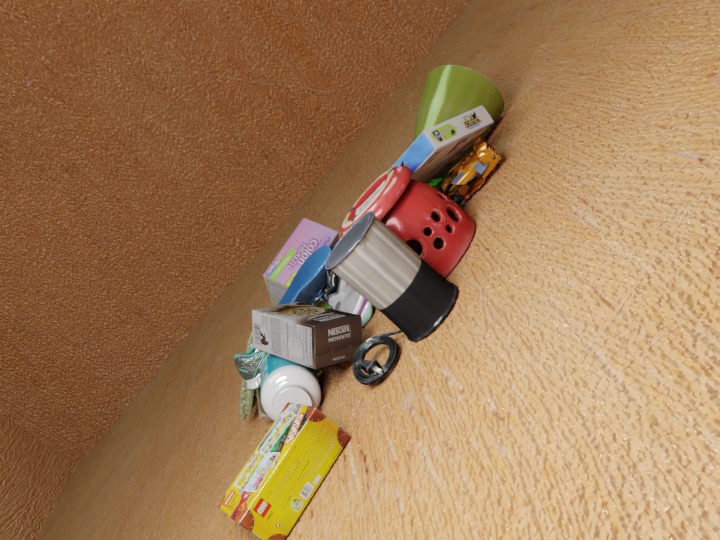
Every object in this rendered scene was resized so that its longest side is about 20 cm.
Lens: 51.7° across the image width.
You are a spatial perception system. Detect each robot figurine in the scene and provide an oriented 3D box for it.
[{"bbox_3d":[0.191,-0.170,1.473,0.200,0.058,0.145,-47,10,15],"label":"robot figurine"}]

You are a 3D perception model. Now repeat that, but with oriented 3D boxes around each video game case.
[{"bbox_3d":[0.137,-0.220,1.430,0.180,0.046,0.200,-29,-9,-38],"label":"video game case"}]

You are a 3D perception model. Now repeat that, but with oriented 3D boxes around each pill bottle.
[{"bbox_3d":[-0.131,0.216,1.382,0.111,0.111,0.200,-49,13,3],"label":"pill bottle"}]

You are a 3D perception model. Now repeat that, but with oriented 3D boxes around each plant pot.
[{"bbox_3d":[0.077,-0.074,1.338,0.201,0.182,0.201,-46,12,13],"label":"plant pot"},{"bbox_3d":[0.193,-0.306,1.623,0.187,0.186,0.202,-20,41,64],"label":"plant pot"}]

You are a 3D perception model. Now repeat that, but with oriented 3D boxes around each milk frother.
[{"bbox_3d":[0.016,0.049,1.186,0.201,0.188,0.180,-57,15,-29],"label":"milk frother"}]

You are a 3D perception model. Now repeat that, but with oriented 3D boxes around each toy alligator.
[{"bbox_3d":[0.144,-0.174,1.617,0.054,0.059,0.199,-53,27,-18],"label":"toy alligator"}]

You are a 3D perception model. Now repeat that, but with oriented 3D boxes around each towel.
[{"bbox_3d":[-0.238,0.215,1.650,0.148,0.036,0.203,-91,10,-79],"label":"towel"}]

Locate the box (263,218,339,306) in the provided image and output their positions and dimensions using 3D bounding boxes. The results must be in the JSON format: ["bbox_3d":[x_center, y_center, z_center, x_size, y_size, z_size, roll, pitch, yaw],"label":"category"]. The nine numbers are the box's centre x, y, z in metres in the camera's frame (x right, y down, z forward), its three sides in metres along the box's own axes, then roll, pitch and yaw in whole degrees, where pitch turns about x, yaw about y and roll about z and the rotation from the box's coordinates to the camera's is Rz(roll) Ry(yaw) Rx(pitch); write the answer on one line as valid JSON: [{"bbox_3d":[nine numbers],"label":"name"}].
[{"bbox_3d":[-0.124,0.018,1.706,0.177,0.096,0.201,-58,-20,-28],"label":"box"}]

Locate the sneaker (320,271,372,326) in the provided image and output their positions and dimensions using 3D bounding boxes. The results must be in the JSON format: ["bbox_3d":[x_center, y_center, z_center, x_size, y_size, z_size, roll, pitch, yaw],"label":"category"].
[{"bbox_3d":[0.000,0.000,1.458,0.201,0.140,0.078,-54,21,-11],"label":"sneaker"}]

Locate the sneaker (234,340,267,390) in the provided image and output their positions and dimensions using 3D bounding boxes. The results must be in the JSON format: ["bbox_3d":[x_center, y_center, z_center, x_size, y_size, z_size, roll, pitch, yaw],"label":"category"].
[{"bbox_3d":[-0.180,0.155,1.552,0.200,0.092,0.077,-43,10,-22],"label":"sneaker"}]

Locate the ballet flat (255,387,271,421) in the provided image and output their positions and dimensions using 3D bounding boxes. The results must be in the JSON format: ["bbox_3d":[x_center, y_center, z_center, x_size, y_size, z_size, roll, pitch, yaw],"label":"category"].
[{"bbox_3d":[-0.185,0.274,1.540,0.200,0.070,0.066,-131,54,-79],"label":"ballet flat"}]

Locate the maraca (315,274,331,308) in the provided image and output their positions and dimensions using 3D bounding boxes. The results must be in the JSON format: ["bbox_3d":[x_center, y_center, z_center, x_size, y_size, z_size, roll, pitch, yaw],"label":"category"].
[{"bbox_3d":[-0.042,0.023,1.616,0.136,0.107,0.201,-26,23,39],"label":"maraca"}]

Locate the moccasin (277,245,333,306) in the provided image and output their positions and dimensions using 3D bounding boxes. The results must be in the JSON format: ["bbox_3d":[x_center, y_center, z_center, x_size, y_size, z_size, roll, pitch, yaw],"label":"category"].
[{"bbox_3d":[-0.103,0.038,1.519,0.201,0.068,0.081,-52,31,18],"label":"moccasin"}]

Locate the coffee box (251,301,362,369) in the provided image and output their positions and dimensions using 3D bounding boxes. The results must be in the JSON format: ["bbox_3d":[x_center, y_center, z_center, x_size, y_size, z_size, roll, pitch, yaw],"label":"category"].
[{"bbox_3d":[-0.101,0.115,1.378,0.112,0.081,0.199,-9,12,-41],"label":"coffee box"}]

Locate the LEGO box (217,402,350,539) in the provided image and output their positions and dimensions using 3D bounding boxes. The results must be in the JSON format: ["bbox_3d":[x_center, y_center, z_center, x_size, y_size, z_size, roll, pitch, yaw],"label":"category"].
[{"bbox_3d":[-0.121,0.314,1.163,0.201,0.077,0.149,-55,15,-19],"label":"LEGO box"}]
